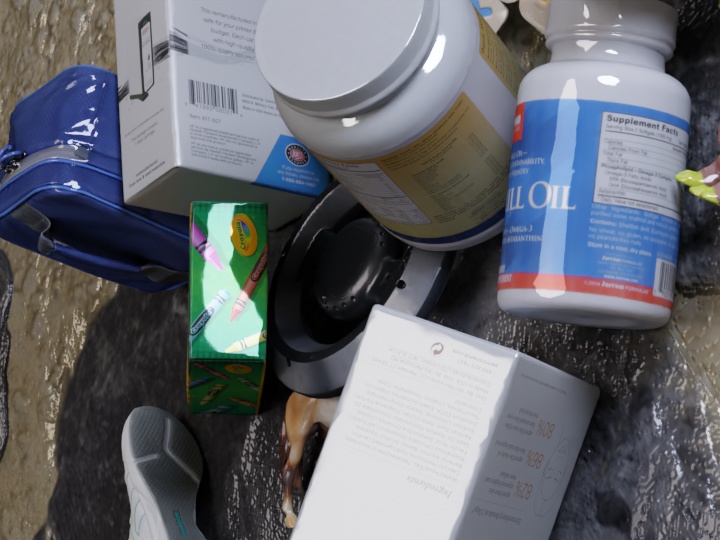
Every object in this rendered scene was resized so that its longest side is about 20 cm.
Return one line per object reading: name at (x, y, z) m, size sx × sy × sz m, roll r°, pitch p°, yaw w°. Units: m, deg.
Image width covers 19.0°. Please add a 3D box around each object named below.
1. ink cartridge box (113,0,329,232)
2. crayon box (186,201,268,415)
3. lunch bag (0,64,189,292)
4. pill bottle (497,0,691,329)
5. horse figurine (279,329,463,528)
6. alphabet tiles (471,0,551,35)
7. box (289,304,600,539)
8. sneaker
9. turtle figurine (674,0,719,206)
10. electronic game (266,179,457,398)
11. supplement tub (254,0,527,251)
ink cartridge box at (-0.109, -0.146, 1.679) m, size 0.084 × 0.146 × 0.201 m, roll -29°, pitch 58°, yaw 47°
crayon box at (-0.101, 0.032, 1.616) m, size 0.200 × 0.058 × 0.119 m, roll 106°, pitch 164°, yaw -74°
lunch bag at (-0.200, -0.064, 1.723) m, size 0.136 × 0.200 × 0.133 m, roll -27°, pitch 50°, yaw 49°
pill bottle at (0.149, -0.068, 1.353) m, size 0.112 × 0.112 × 0.201 m, roll -3°, pitch 78°, yaw 52°
horse figurine at (-0.005, 0.118, 1.558) m, size 0.200 × 0.050 × 0.133 m, roll -13°, pitch 77°, yaw 48°
alphabet tiles at (0.086, -0.255, 1.476) m, size 0.200 × 0.015 × 0.196 m, roll 41°, pitch 123°, yaw 14°
box at (0.049, 0.141, 1.353) m, size 0.106 × 0.152 × 0.200 m, roll 19°, pitch 87°, yaw 28°
sneaker at (-0.163, 0.203, 1.725) m, size 0.080 × 0.070 × 0.201 m, roll -45°, pitch 49°, yaw 40°
turtle figurine at (0.245, -0.116, 1.281) m, size 0.162 × 0.064 × 0.200 m, roll -66°, pitch 20°, yaw 13°
electronic game at (0.000, 0.000, 1.561) m, size 0.200 × 0.042 × 0.200 m, roll -34°, pitch 40°, yaw 35°
supplement tub at (0.030, -0.116, 1.418) m, size 0.144 × 0.200 × 0.145 m, roll -14°, pitch 58°, yaw 23°
